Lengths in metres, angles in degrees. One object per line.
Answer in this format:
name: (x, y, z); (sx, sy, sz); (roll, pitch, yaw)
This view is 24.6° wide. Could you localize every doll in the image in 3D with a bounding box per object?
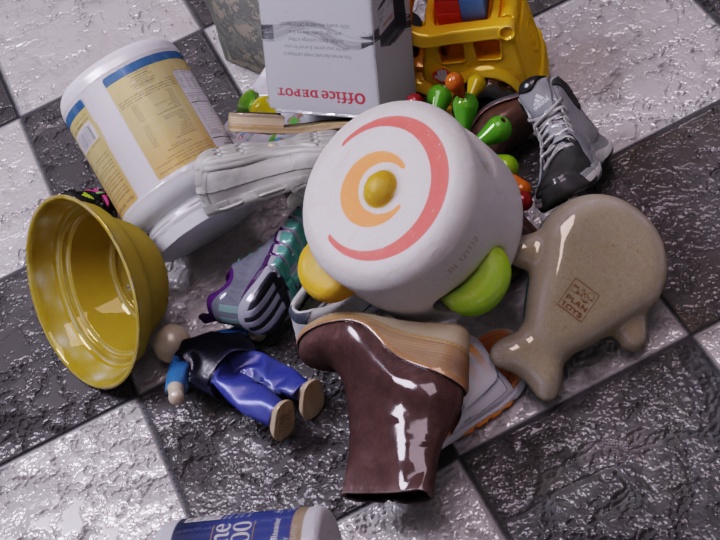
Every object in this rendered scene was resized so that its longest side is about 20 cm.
doll: (-0.134, 0.100, 1.623); (0.199, 0.049, 0.136); (26, 45, 36)

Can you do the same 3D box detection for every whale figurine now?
whale figurine: (0.199, 0.026, 1.555); (0.158, 0.104, 0.201); (35, 81, -2)

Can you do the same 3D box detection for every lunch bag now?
lunch bag: (-0.099, -0.320, 1.885); (0.163, 0.201, 0.118); (27, 62, 36)

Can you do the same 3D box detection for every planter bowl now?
planter bowl: (-0.253, 0.013, 1.679); (0.083, 0.203, 0.200); (-18, 38, -40)

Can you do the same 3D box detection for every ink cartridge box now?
ink cartridge box: (-0.026, -0.269, 1.716); (0.144, 0.202, 0.084); (8, 23, 32)

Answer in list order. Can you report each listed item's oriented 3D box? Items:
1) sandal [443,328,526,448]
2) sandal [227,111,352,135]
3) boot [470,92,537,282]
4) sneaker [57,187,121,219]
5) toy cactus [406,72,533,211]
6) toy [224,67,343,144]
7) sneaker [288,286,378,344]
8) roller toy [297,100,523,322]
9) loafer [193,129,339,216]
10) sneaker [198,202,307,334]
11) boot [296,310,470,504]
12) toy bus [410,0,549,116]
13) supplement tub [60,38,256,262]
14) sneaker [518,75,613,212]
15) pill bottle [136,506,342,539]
sandal: (0.076, 0.119, 1.532); (0.206, 0.060, 0.079); (-40, 50, -18)
sandal: (-0.036, -0.128, 1.741); (0.209, 0.071, 0.078); (3, 8, -2)
boot: (0.153, -0.077, 1.681); (0.185, 0.064, 0.201); (-32, 46, 1)
sneaker: (-0.282, -0.064, 1.794); (0.073, 0.088, 0.200); (26, 61, 35)
toy cactus: (0.079, -0.105, 1.648); (0.164, 0.102, 0.201); (-32, 58, 10)
toy: (-0.047, -0.143, 1.808); (0.199, 0.047, 0.116); (27, 72, 21)
sneaker: (0.000, 0.000, 1.655); (0.072, 0.071, 0.201); (16, 54, 30)
roller toy: (0.043, -0.055, 1.515); (0.198, 0.139, 0.185); (-1, 71, 31)
loafer: (-0.068, -0.097, 1.655); (0.197, 0.071, 0.070); (-8, 19, 0)
sneaker: (-0.091, -0.016, 1.694); (0.087, 0.075, 0.200); (2, 38, 34)
boot: (0.003, 0.125, 1.499); (0.198, 0.072, 0.168); (-1, 60, 37)
toy bus: (0.090, -0.256, 1.773); (0.197, 0.193, 0.137); (-4, 50, 16)
supplement tub: (-0.211, -0.126, 1.738); (0.144, 0.145, 0.201); (-30, 83, -10)
sneaker: (0.186, -0.133, 1.631); (0.075, 0.116, 0.200); (-30, 6, 21)
pill bottle: (-0.118, 0.268, 1.428); (0.197, 0.112, 0.112); (-7, 47, 12)
